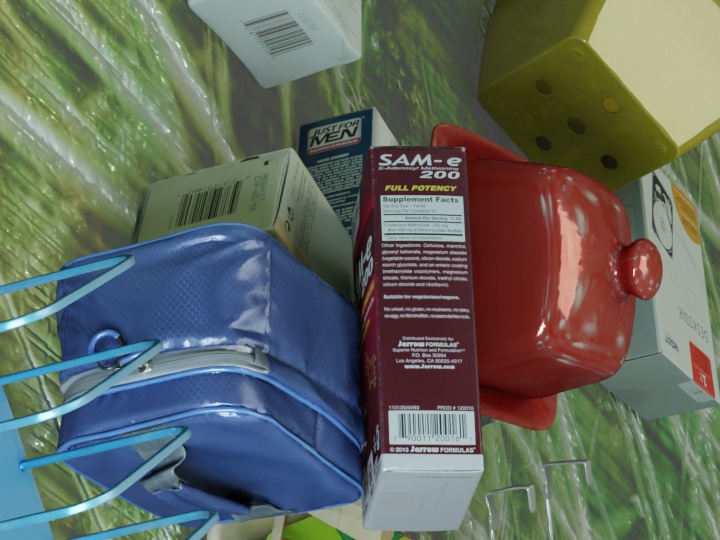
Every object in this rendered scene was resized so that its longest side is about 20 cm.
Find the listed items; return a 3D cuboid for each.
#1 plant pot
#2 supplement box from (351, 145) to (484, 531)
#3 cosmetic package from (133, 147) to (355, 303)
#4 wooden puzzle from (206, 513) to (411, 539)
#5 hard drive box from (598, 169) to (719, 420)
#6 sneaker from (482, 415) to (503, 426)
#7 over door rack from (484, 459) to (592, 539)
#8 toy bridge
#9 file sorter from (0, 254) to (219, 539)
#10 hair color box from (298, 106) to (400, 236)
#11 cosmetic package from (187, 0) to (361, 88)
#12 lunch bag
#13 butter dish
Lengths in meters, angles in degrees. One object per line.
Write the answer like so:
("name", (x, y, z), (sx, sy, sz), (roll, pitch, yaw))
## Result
("plant pot", (0.215, -0.170, 2.235), (0.200, 0.200, 0.176), (47, 49, -13))
("supplement box", (0.031, 0.040, 1.550), (0.109, 0.061, 0.200), (104, -14, -65))
("cosmetic package", (-0.047, 0.026, 1.640), (0.200, 0.103, 0.073), (56, 31, -37))
("wooden puzzle", (0.020, 0.195, 1.639), (0.200, 0.037, 0.185), (35, 15, 15))
("hard drive box", (0.252, 0.014, 2.399), (0.156, 0.077, 0.200), (36, 45, -57))
("sneaker", (0.072, 0.023, 1.968), (0.115, 0.075, 0.200), (-24, 100, -65))
("over door rack", (0.107, 0.236, 1.907), (0.148, 0.067, 0.200), (-13, 110, -68))
("toy bridge", (-0.011, 0.141, 1.591), (0.200, 0.067, 0.027), (-35, 143, -44))
("file sorter", (-0.153, 0.105, 1.311), (0.139, 0.123, 0.200), (-38, 112, -67))
("hair color box", (0.000, 0.000, 1.821), (0.100, 0.060, 0.200), (54, 31, -47))
("cosmetic package", (-0.056, -0.241, 1.809), (0.113, 0.081, 0.200), (48, 34, -50))
("lunch bag", (-0.083, 0.069, 1.481), (0.200, 0.136, 0.132), (37, 44, -58))
("butter dish", (0.142, 0.003, 1.885), (0.199, 0.148, 0.200), (20, 68, -57))
